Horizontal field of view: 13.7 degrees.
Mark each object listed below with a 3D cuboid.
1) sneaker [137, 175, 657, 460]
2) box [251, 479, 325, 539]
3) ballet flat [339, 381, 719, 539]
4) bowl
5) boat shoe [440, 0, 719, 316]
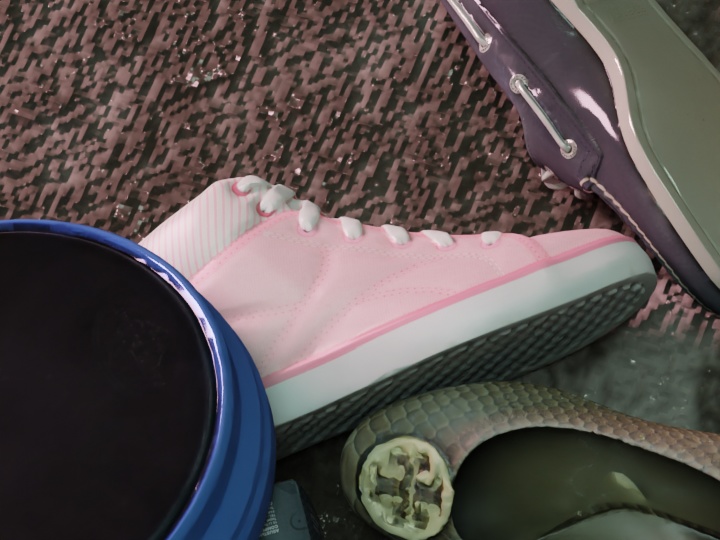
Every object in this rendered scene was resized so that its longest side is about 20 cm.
[{"bbox_3d":[0.000,0.000,1.084,0.200,0.075,0.105,-20,72,6],"label":"sneaker"},{"bbox_3d":[-0.093,0.173,0.995,0.199,0.051,0.158,-17,63,2],"label":"box"},{"bbox_3d":[0.089,0.082,1.042,0.199,0.046,0.068,8,112,9],"label":"ballet flat"},{"bbox_3d":[-0.129,0.066,1.010,0.200,0.039,0.201,-8,50,10],"label":"bowl"},{"bbox_3d":[0.092,-0.058,1.114,0.063,0.073,0.200,-45,67,38],"label":"boat shoe"}]
